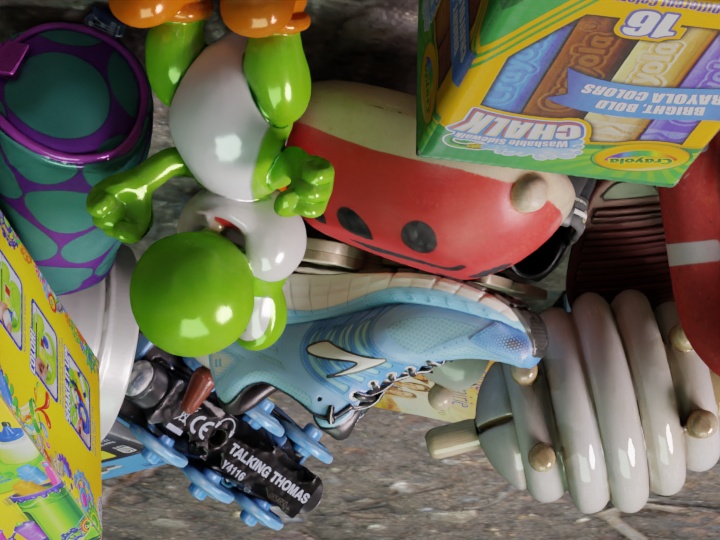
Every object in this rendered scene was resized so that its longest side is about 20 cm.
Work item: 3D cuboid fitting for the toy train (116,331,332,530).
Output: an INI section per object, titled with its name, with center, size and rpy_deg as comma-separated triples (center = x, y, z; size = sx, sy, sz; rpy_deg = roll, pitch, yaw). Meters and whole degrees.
[toy train]
center = -0.105, 0.106, 1.408
size = 0.200, 0.087, 0.114
rpy_deg = 39, 178, -41

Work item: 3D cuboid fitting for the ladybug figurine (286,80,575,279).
[ladybug figurine]
center = 0.026, -0.042, 1.019
size = 0.135, 0.072, 0.200
rpy_deg = 25, 176, -29

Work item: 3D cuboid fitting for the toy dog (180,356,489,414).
[toy dog]
center = -0.031, 0.055, 1.217
size = 0.199, 0.097, 0.132
rpy_deg = 15, -179, 15

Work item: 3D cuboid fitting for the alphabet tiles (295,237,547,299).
[alphabet tiles]
center = 0.000, 0.000, 1.179
size = 0.195, 0.015, 0.200
rpy_deg = 8, 176, 34

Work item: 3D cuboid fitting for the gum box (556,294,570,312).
[gum box]
center = 0.212, 0.076, 1.404
size = 0.199, 0.045, 0.170
rpy_deg = 5, 156, -11

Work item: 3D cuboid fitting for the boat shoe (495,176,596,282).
[boat shoe]
center = 0.086, -0.025, 1.150
size = 0.072, 0.068, 0.200
rpy_deg = 5, 161, -10

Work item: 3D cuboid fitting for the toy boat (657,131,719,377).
[toy boat]
center = 0.197, -0.037, 0.936
size = 0.130, 0.201, 0.131
rpy_deg = -8, -177, 18

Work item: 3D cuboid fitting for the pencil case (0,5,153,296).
[pencil case]
center = -0.161, -0.056, 1.068
size = 0.092, 0.085, 0.200
rpy_deg = 39, 155, 5

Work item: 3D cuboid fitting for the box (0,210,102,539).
[box]
center = -0.260, 0.065, 1.048
size = 0.199, 0.122, 0.193
rpy_deg = -14, 140, 8

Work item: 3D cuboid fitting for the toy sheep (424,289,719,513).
[toy sheep]
center = 0.134, 0.074, 1.138
size = 0.199, 0.138, 0.138
rpy_deg = -8, 156, 4

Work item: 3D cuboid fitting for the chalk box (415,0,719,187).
[chalk box]
center = 0.094, -0.118, 0.863
size = 0.123, 0.125, 0.200
rpy_deg = 6, 155, -12

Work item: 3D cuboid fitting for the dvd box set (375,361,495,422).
[dvd box set]
center = 0.017, 0.056, 1.333
size = 0.199, 0.030, 0.146
rpy_deg = 11, 158, 9

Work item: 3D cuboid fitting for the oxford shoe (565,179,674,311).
[oxford shoe]
center = 0.156, 0.000, 1.209
size = 0.070, 0.075, 0.200
rpy_deg = -1, 136, 4

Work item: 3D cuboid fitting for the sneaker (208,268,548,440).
[sneaker]
center = 0.008, 0.048, 1.098
size = 0.199, 0.090, 0.078
rpy_deg = -2, 171, 25

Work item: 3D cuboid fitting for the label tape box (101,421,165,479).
[label tape box]
center = -0.241, 0.097, 1.452
size = 0.143, 0.066, 0.200
rpy_deg = -15, 154, 34

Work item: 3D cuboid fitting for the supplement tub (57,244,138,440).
[supplement tub]
center = -0.244, 0.028, 1.206
size = 0.199, 0.132, 0.132
rpy_deg = 10, 155, -22

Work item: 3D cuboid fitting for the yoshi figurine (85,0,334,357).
[yoshi figurine]
center = -0.070, -0.041, 0.954
size = 0.112, 0.112, 0.201
rpy_deg = -13, 120, -18
